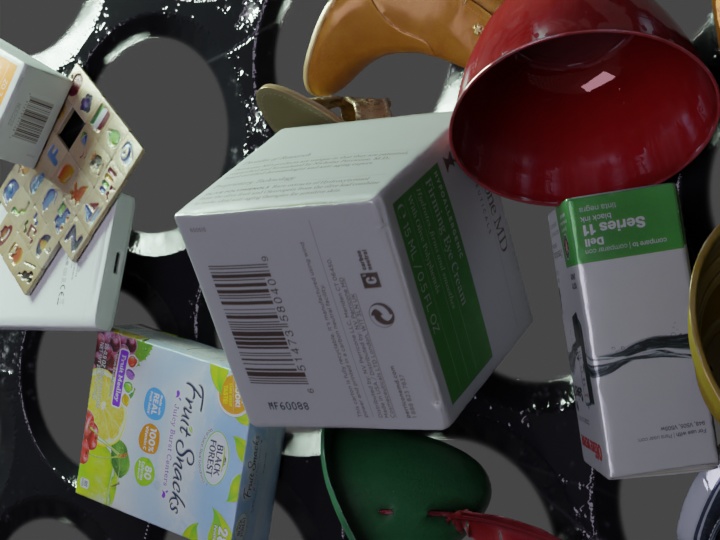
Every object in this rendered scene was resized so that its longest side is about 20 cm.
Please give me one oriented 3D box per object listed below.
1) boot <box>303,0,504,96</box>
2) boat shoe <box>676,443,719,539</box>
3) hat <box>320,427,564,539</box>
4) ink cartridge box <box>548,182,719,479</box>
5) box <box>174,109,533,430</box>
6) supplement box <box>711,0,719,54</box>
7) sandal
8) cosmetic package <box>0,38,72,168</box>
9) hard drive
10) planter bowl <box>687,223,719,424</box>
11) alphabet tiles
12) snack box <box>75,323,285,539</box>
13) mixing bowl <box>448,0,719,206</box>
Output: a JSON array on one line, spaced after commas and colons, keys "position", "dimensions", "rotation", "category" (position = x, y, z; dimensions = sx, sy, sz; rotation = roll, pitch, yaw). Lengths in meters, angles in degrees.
[{"position": [0.048, -0.198, 1.221], "dimensions": [0.144, 0.071, 0.202], "rotation": [42, 110, 26], "category": "boot"}, {"position": [0.312, 0.141, 1.059], "dimensions": [0.091, 0.071, 0.201], "rotation": [40, 111, 30], "category": "boat shoe"}, {"position": [0.090, 0.165, 1.189], "dimensions": [0.175, 0.200, 0.166], "rotation": [-25, 40, 18], "category": "hat"}, {"position": [0.197, 0.046, 1.079], "dimensions": [0.082, 0.147, 0.202], "rotation": [-9, 87, 1], "category": "ink cartridge box"}, {"position": [0.000, 0.000, 1.168], "dimensions": [0.199, 0.171, 0.200], "rotation": [-3, 116, 33], "category": "box"}, {"position": [0.307, -0.108, 1.054], "dimensions": [0.068, 0.066, 0.202], "rotation": [-13, 86, 33], "category": "supplement box"}, {"position": [0.015, -0.113, 1.260], "dimensions": [0.211, 0.070, 0.078], "rotation": [32, 150, 12], "category": "sandal"}, {"position": [-0.398, -0.194, 1.506], "dimensions": [0.199, 0.071, 0.102], "rotation": [30, 97, 33], "category": "cosmetic package"}, {"position": [-0.305, -0.006, 1.461], "dimensions": [0.199, 0.027, 0.133], "rotation": [-1, 76, 42], "category": "hard drive"}, {"position": [0.285, 0.062, 0.976], "dimensions": [0.201, 0.199, 0.084], "rotation": [63, 150, 14], "category": "planter bowl"}, {"position": [-0.299, -0.082, 1.456], "dimensions": [0.201, 0.008, 0.167], "rotation": [-55, 48, 15], "category": "alphabet tiles"}, {"position": [-0.169, 0.154, 1.388], "dimensions": [0.199, 0.067, 0.170], "rotation": [13, 99, 32], "category": "snack box"}, {"position": [0.162, -0.149, 1.096], "dimensions": [0.199, 0.200, 0.109], "rotation": [-25, 49, 32], "category": "mixing bowl"}]
